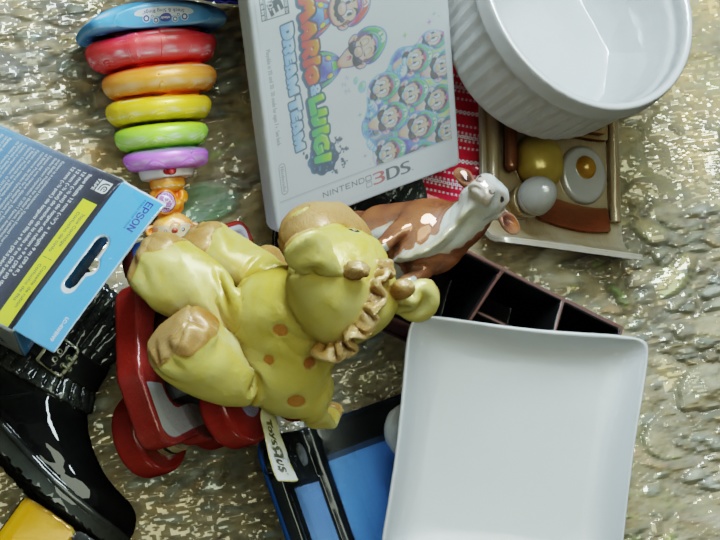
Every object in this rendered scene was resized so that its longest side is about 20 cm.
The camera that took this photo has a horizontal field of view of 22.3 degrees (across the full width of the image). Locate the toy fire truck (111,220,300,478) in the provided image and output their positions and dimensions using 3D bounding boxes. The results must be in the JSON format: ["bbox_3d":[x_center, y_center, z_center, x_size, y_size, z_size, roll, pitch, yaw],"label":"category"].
[{"bbox_3d":[-0.124,0.055,1.394,0.199,0.111,0.170,-19,89,-59],"label":"toy fire truck"}]

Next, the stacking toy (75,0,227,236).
[{"bbox_3d":[-0.162,-0.112,1.477,0.115,0.110,0.203,-5,91,-18],"label":"stacking toy"}]

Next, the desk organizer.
[{"bbox_3d":[0.111,0.043,1.487,0.199,0.077,0.072,25,73,-26],"label":"desk organizer"}]

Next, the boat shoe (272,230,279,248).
[{"bbox_3d":[-0.047,-0.101,1.510,0.066,0.074,0.202,18,101,29],"label":"boat shoe"}]

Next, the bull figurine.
[{"bbox_3d":[0.028,-0.019,1.383,0.121,0.199,0.066,-34,101,-35],"label":"bull figurine"}]

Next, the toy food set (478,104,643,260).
[{"bbox_3d":[0.176,-0.112,1.558,0.142,0.060,0.203,6,77,-25],"label":"toy food set"}]

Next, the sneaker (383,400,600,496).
[{"bbox_3d":[0.110,0.142,1.493,0.198,0.080,0.077,10,95,-14],"label":"sneaker"}]

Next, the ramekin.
[{"bbox_3d":[0.163,-0.203,1.498,0.198,0.105,0.202,9,68,-23],"label":"ramekin"}]

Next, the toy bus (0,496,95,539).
[{"bbox_3d":[-0.194,0.257,1.393,0.199,0.078,0.065,37,71,-4],"label":"toy bus"}]

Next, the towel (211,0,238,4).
[{"bbox_3d":[-0.086,-0.229,1.465,0.198,0.147,0.050,5,92,-32],"label":"towel"}]

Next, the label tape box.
[{"bbox_3d":[-0.251,-0.017,1.390,0.199,0.066,0.144,24,69,29],"label":"label tape box"}]

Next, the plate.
[{"bbox_3d":[0.119,0.142,1.438,0.198,0.032,0.202,6,94,-13],"label":"plate"}]

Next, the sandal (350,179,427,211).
[{"bbox_3d":[0.000,0.001,1.504,0.075,0.048,0.201,38,75,-20],"label":"sandal"}]

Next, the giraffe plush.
[{"bbox_3d":[-0.044,0.020,1.283,0.172,0.162,0.201,-10,62,-52],"label":"giraffe plush"}]

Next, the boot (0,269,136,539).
[{"bbox_3d":[-0.213,0.102,1.420,0.211,0.079,0.158,46,72,-1],"label":"boot"}]

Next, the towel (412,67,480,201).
[{"bbox_3d":[0.063,-0.154,1.574,0.143,0.022,0.202,13,76,-11],"label":"towel"}]

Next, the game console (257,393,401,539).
[{"bbox_3d":[0.018,0.206,1.442,0.117,0.171,0.202,-22,83,9],"label":"game console"}]

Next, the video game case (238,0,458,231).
[{"bbox_3d":[-0.005,-0.150,1.444,0.181,0.024,0.202,-21,121,-26],"label":"video game case"}]
